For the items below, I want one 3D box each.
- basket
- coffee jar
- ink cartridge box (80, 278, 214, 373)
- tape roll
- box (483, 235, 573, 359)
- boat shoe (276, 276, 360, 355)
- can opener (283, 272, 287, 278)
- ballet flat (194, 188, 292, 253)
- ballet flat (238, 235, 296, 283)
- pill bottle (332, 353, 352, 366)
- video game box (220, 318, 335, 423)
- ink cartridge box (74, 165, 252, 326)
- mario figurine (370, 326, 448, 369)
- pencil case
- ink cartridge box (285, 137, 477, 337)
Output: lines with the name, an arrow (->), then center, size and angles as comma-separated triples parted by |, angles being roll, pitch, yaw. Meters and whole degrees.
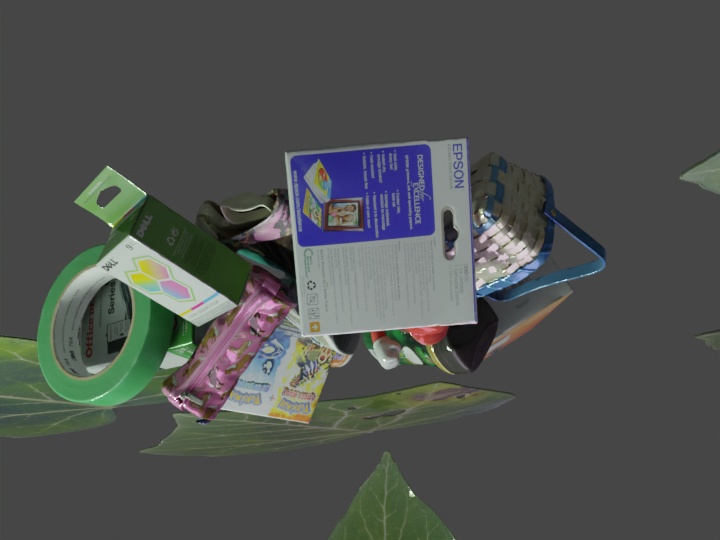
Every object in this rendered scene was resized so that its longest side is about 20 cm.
basket -> 0.171, -0.036, 0.877 | 0.199, 0.142, 0.174 | 39, 140, -28
coffee jar -> 0.096, 0.083, 1.031 | 0.086, 0.105, 0.198 | 48, 153, -26
ink cartridge box -> -0.287, 0.058, 1.024 | 0.195, 0.151, 0.083 | -15, 158, 22
tape roll -> -0.333, 0.070, 0.960 | 0.195, 0.206, 0.048 | -14, 160, 23
box -> 0.209, 0.053, 1.136 | 0.150, 0.108, 0.201 | -29, 165, -14
boat shoe -> -0.060, 0.061, 1.043 | 0.063, 0.076, 0.201 | 10, 163, 34
can opener -> -0.120, 0.103, 1.146 | 0.065, 0.206, 0.053 | 5, -164, -18
ballet flat -> -0.148, -0.058, 0.874 | 0.196, 0.071, 0.071 | -16, 141, 34
ballet flat -> -0.088, -0.021, 0.941 | 0.197, 0.069, 0.068 | 29, 174, 32
pill bottle -> -0.110, 0.102, 1.249 | 0.196, 0.116, 0.111 | 8, 157, -34
video game box -> -0.128, 0.120, 1.084 | 0.197, 0.186, 0.047 | 17, -171, -38
ink cartridge box -> -0.232, -0.020, 0.842 | 0.198, 0.060, 0.103 | 36, 143, -26
mario figurine -> 0.048, 0.057, 0.935 | 0.104, 0.128, 0.198 | 7, 180, -32
pencil case -> -0.159, 0.089, 0.912 | 0.082, 0.087, 0.202 | 33, 98, -37
ink cartridge box -> 0.024, -0.035, 0.796 | 0.194, 0.205, 0.043 | -4, -169, 1
